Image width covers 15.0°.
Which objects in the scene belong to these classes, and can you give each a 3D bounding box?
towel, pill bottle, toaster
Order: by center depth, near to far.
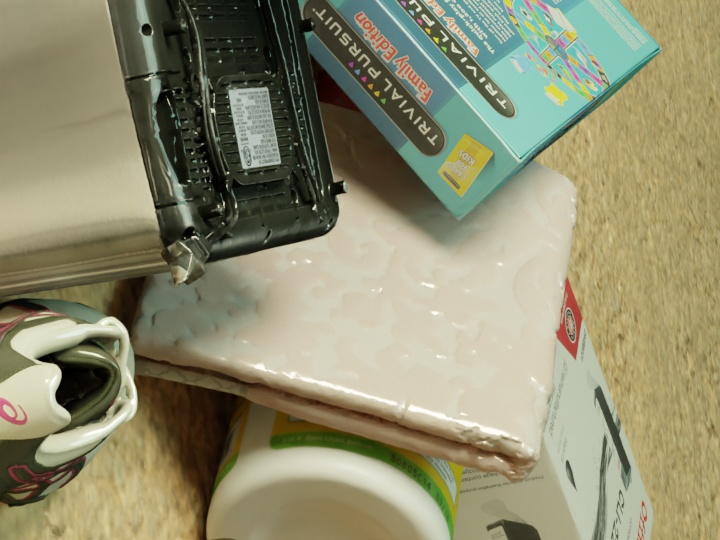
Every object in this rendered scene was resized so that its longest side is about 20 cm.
[{"bbox_3d":[-0.098,-0.083,1.086,0.200,0.118,0.182,-17,95,-71],"label":"toaster"},{"bbox_3d":[0.000,0.000,1.245,0.201,0.190,0.032,-77,-177,-49],"label":"towel"},{"bbox_3d":[-0.002,0.061,1.288,0.201,0.110,0.111,-78,150,-47],"label":"pill bottle"}]

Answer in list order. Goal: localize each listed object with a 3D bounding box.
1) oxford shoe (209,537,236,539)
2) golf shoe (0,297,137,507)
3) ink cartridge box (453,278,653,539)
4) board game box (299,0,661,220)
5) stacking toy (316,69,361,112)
[{"bbox_3d":[-0.075,0.138,1.090,0.200,0.084,0.073,-18,98,-69],"label":"oxford shoe"},{"bbox_3d":[-0.115,0.050,1.021,0.200,0.088,0.078,-26,102,-71],"label":"golf shoe"},{"bbox_3d":[0.099,0.117,1.579,0.145,0.083,0.201,-73,147,-54],"label":"ink cartridge box"},{"bbox_3d":[0.048,-0.122,1.305,0.151,0.047,0.200,48,32,3],"label":"board game box"},{"bbox_3d":[0.022,-0.061,1.451,0.146,0.145,0.201,38,63,-62],"label":"stacking toy"}]
